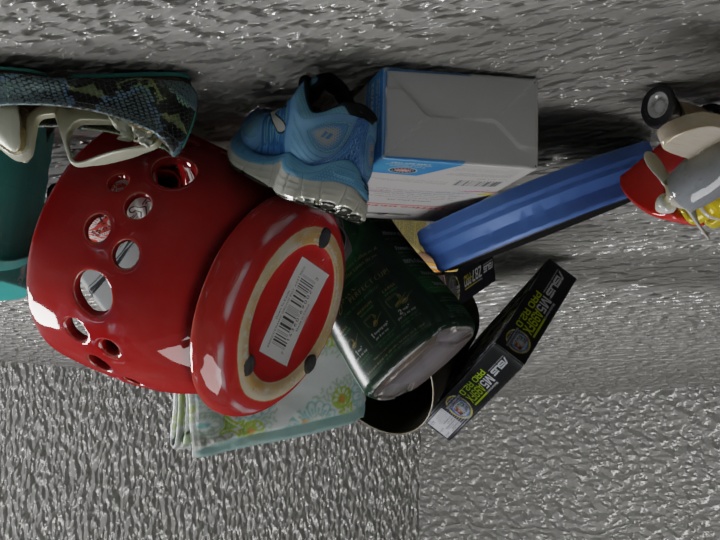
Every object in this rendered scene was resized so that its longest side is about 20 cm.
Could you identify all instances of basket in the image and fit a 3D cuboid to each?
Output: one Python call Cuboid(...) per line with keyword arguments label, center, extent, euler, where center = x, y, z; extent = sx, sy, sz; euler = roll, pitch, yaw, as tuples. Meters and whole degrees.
Cuboid(label="basket", center=(0.056, 0.082, 1.790), extent=(0.136, 0.181, 0.200), euler=(-39, 177, 31))

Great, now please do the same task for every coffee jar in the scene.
Cuboid(label="coffee jar", center=(0.000, 0.000, 1.219), extent=(0.104, 0.200, 0.085), euler=(-43, 157, 22))

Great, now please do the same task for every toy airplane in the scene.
Cuboid(label="toy airplane", center=(0.282, -0.063, 0.980), extent=(0.199, 0.142, 0.199), euler=(2, 170, 2))

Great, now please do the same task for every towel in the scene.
Cuboid(label="towel", center=(-0.085, 0.079, 1.382), extent=(0.199, 0.172, 0.048), euler=(-11, -153, -25))

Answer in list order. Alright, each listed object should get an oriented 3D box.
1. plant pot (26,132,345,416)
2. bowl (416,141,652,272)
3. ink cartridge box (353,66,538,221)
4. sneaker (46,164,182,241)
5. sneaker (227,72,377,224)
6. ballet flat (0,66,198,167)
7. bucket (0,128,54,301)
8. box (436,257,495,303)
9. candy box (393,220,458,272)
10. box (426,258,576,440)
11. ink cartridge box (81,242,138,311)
Cuboid(label="plant pot", center=(-0.125, 0.002, 1.133), extent=(0.182, 0.201, 0.200), euler=(21, -179, 28))
Cuboid(label="bowl", center=(0.144, -0.048, 1.182), extent=(0.200, 0.040, 0.201), euler=(-21, 178, -1))
Cuboid(label="ink cartridge box", center=(0.042, -0.088, 1.095), extent=(0.115, 0.068, 0.200), euler=(3, 170, -15))
Cuboid(label="sneaker", center=(-0.199, -0.059, 1.323), extent=(0.108, 0.068, 0.201), euler=(-12, 179, 5))
Cuboid(label="sneaker", center=(-0.031, -0.094, 1.042), extent=(0.078, 0.090, 0.200), euler=(18, -174, -26))
Cuboid(label="ballet flat", center=(-0.215, -0.107, 1.032), extent=(0.199, 0.075, 0.074), euler=(1, 171, 4))
Cuboid(label="bucket", center=(-0.348, -0.052, 1.181), extent=(0.206, 0.135, 0.207), euler=(1, 172, 0))
Cuboid(label="box", center=(0.031, 0.011, 1.632), extent=(0.199, 0.049, 0.161), euler=(-2, -171, 23))
Cuboid(label="candy box", center=(0.012, -0.037, 1.457), extent=(0.115, 0.056, 0.200), euler=(-2, 171, 22))
Cuboid(label="box", center=(0.164, 0.096, 1.761), extent=(0.044, 0.160, 0.200), euler=(38, 140, 1))
Cuboid(label="ink cartridge box", center=(-0.188, 0.035, 1.459), extent=(0.144, 0.084, 0.200), euler=(41, 178, -35))
